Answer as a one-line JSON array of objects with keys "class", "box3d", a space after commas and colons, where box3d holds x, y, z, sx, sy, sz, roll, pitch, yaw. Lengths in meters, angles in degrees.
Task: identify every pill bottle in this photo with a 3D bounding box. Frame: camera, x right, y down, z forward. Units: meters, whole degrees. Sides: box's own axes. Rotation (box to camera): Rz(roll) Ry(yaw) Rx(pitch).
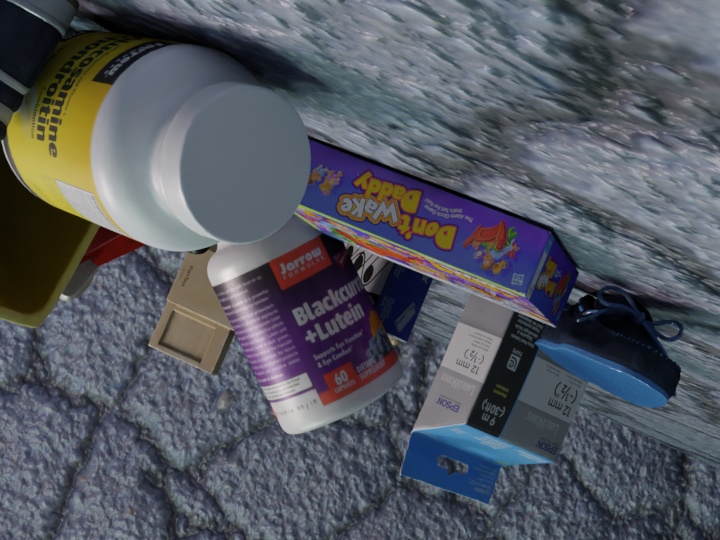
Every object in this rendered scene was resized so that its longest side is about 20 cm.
[{"class": "pill bottle", "box3d": [-0.116, -0.074, 0.723, 0.112, 0.113, 0.199, 26, 175, -40]}, {"class": "pill bottle", "box3d": [-0.055, 0.018, 1.027, 0.201, 0.111, 0.111, 64, 171, -5]}]

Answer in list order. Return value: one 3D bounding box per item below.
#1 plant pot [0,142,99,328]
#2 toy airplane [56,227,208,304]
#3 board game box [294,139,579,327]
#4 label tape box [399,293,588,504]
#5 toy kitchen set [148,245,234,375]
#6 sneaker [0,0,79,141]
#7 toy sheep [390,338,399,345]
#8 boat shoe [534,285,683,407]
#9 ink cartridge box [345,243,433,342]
[{"class": "plant pot", "box3d": [-0.303, -0.105, 0.911, 0.199, 0.197, 0.194, 29, 179, 31]}, {"class": "toy airplane", "box3d": [-0.234, -0.056, 1.132, 0.141, 0.200, 0.199, 52, -169, 15]}, {"class": "board game box", "box3d": [0.044, -0.027, 0.894, 0.199, 0.045, 0.134, 22, 176, 21]}, {"class": "label tape box", "box3d": [0.134, 0.119, 1.187, 0.143, 0.201, 0.066, 26, 174, -42]}, {"class": "toy kitchen set", "box3d": [-0.117, 0.031, 1.495, 0.162, 0.201, 0.180, 23, 176, 6]}, {"class": "sneaker", "box3d": [-0.261, -0.137, 0.744, 0.199, 0.109, 0.070, 21, 175, 30]}, {"class": "toy sheep", "box3d": [-0.013, 0.090, 2.217, 0.199, 0.139, 0.138, 21, 178, -35]}, {"class": "boat shoe", "box3d": [0.180, 0.045, 0.939, 0.084, 0.069, 0.200, 38, 177, -17]}, {"class": "ink cartridge box", "box3d": [0.000, 0.000, 1.167, 0.044, 0.095, 0.200, 25, 176, -25]}]
